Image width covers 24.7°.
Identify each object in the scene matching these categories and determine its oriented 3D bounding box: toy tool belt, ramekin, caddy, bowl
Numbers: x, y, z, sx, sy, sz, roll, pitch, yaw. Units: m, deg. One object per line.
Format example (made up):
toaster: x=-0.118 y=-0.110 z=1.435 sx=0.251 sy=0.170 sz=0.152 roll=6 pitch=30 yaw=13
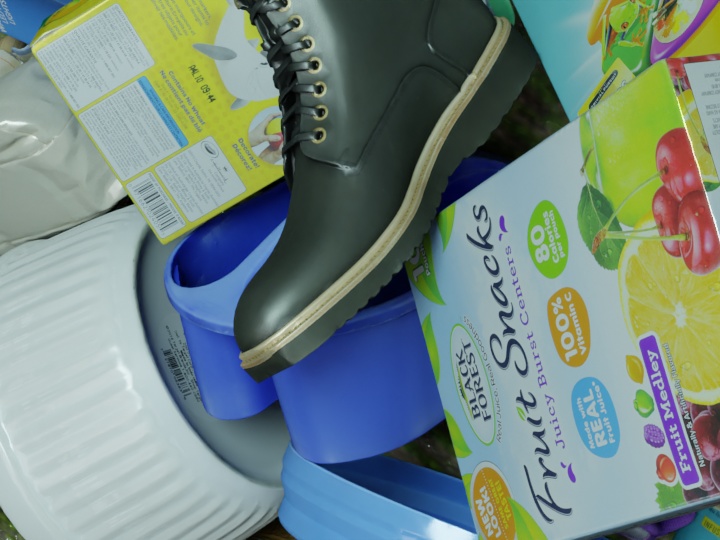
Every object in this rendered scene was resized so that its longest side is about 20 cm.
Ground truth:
toy tool belt: x=-0.197 y=-0.077 z=0.935 sx=0.198 sy=0.124 sz=0.125 roll=-18 pitch=133 yaw=38
ramekin: x=-0.107 y=0.061 z=0.867 sx=0.104 sy=0.200 sz=0.202 roll=-26 pitch=92 yaw=24
caddy: x=0.000 y=0.000 z=0.784 sx=0.140 sy=0.199 sz=0.106 roll=19 pitch=127 yaw=39
bowl: x=0.052 y=0.132 z=0.790 sx=0.199 sy=0.200 sz=0.040 roll=19 pitch=90 yaw=24

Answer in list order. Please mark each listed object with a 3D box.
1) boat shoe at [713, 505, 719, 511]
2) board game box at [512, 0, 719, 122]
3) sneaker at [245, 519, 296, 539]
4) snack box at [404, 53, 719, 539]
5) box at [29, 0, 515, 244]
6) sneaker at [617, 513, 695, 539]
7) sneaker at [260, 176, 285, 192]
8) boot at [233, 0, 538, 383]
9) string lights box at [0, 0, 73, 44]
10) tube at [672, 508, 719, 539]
boat shoe: x=0.126 y=0.056 z=0.669 sx=0.200 sy=0.063 sz=0.074 roll=29 pitch=122 yaw=51
board game box: x=0.138 y=-0.125 z=0.680 sx=0.151 sy=0.047 sz=0.201 roll=-52 pitch=39 yaw=32
sneaker: x=-0.019 y=0.195 z=0.923 sx=0.198 sy=0.075 sz=0.089 roll=4 pitch=104 yaw=30
snack box: x=0.094 y=0.023 z=0.615 sx=0.200 sy=0.052 sz=0.144 roll=-34 pitch=67 yaw=60
box: x=-0.038 y=-0.112 z=0.757 sx=0.198 sy=0.049 sz=0.118 roll=-28 pitch=113 yaw=11
sneaker: x=0.131 y=0.042 z=0.771 sx=0.088 sy=0.080 sz=0.203 roll=35 pitch=130 yaw=53
sneaker: x=-0.017 y=-0.138 z=0.829 sx=0.087 sy=0.074 sz=0.201 roll=43 pitch=111 yaw=23
boot: x=-0.027 y=-0.068 z=0.673 sx=0.138 sy=0.201 sz=0.077 roll=44 pitch=145 yaw=-15
string lights box: x=-0.145 y=-0.168 z=0.860 sx=0.198 sy=0.103 sz=0.059 roll=25 pitch=156 yaw=22
tube: x=0.207 y=0.064 z=0.774 sx=0.077 sy=0.050 sz=0.202 roll=24 pitch=109 yaw=11
